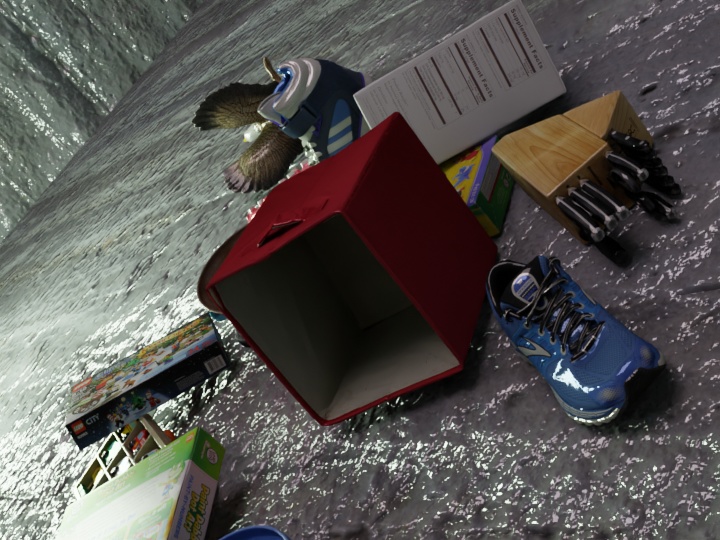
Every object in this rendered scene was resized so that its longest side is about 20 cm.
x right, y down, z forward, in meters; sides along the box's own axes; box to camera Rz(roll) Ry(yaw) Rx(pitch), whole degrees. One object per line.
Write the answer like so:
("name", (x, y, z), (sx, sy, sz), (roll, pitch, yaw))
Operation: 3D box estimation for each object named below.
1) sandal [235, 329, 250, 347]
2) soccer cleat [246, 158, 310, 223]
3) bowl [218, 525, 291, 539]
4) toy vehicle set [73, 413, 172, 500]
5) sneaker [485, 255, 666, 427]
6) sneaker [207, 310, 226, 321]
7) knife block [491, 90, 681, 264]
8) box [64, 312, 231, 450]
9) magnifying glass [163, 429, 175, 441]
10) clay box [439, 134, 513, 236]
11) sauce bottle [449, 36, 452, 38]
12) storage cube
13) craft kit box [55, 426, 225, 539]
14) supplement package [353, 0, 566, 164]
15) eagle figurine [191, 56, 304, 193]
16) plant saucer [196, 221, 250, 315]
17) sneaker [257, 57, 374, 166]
("sandal", (-0.079, 0.019, 1.185), (0.075, 0.043, 0.201), (-6, 39, 41))
("soccer cleat", (-0.095, -0.081, 1.341), (0.067, 0.077, 0.200), (-42, 4, -33))
("bowl", (-0.112, 0.300, 0.784), (0.200, 0.039, 0.202), (-36, 25, 19))
("toy vehicle set", (-0.264, 0.231, 1.115), (0.125, 0.026, 0.199), (-57, 23, -8))
("sneaker", (0.144, 0.044, 0.730), (0.079, 0.089, 0.200), (-46, 24, -3))
("sneaker", (-0.129, -0.012, 1.278), (0.200, 0.073, 0.082), (-46, 25, 23))
("knife block", (0.185, -0.067, 0.872), (0.199, 0.064, 0.177), (-17, 35, 46))
("box", (-0.258, 0.129, 1.200), (0.198, 0.038, 0.137), (-29, 17, -7))
("magnifying glass", (-0.198, 0.223, 1.061), (0.080, 0.022, 0.200), (-49, 22, 0))
("clay box", (0.068, -0.058, 1.060), (0.199, 0.048, 0.116), (-23, 31, 37))
("sauce bottle", (0.076, -0.220, 1.287), (0.201, 0.065, 0.064), (-52, 26, -19))
("storage cube", (0.000, 0.000, 0.905), (0.170, 0.201, 0.181), (-27, 22, 33))
("craft kit box", (-0.222, 0.265, 0.910), (0.199, 0.048, 0.199), (-32, 30, 25))
("supplement package", (0.108, -0.194, 1.072), (0.198, 0.110, 0.114), (-28, 8, 13))
("eagle figurine", (-0.153, -0.231, 1.575), (0.200, 0.150, 0.152), (-47, -18, -49))
("plant saucer", (-0.097, -0.007, 1.157), (0.198, 0.037, 0.201), (-21, 32, 14))
("sneaker", (-0.063, -0.157, 1.209), (0.080, 0.144, 0.203), (-167, 84, -66))
